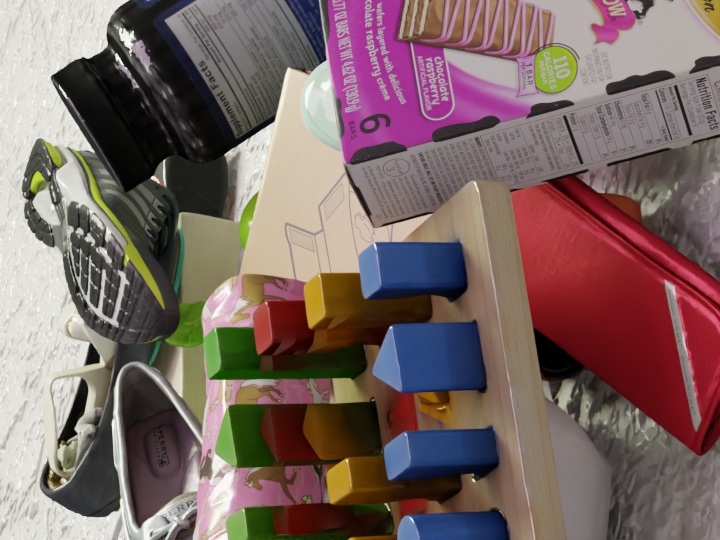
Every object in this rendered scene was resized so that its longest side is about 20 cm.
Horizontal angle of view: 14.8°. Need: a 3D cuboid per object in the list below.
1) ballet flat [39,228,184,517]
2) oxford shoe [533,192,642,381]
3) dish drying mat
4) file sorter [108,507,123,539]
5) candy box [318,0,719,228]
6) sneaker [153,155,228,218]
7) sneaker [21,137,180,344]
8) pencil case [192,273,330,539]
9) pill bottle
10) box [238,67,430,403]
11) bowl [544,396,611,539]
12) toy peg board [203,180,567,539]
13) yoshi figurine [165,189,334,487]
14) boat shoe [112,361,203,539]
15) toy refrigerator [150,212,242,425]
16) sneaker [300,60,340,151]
[{"bbox_3d":[-0.166,0.061,1.783,0.073,0.073,0.200,25,103,65],"label":"ballet flat"},{"bbox_3d":[0.079,0.028,1.450,0.200,0.071,0.073,-39,51,55],"label":"oxford shoe"},{"bbox_3d":[0.114,0.007,1.351,0.200,0.018,0.077,39,117,38],"label":"dish drying mat"},{"bbox_3d":[-0.074,0.235,1.625,0.200,0.124,0.139,52,127,58],"label":"file sorter"},{"bbox_3d":[0.085,-0.113,1.354,0.061,0.200,0.137,64,-166,-53],"label":"candy box"},{"bbox_3d":[-0.142,0.011,1.939,0.108,0.067,0.202,-31,49,60],"label":"sneaker"},{"bbox_3d":[-0.145,-0.023,1.721,0.200,0.081,0.074,-124,39,-48],"label":"sneaker"},{"bbox_3d":[-0.050,0.095,1.518,0.087,0.083,0.200,122,154,-46],"label":"pencil case"},{"bbox_3d":[-0.084,-0.137,1.697,0.200,0.112,0.112,-33,29,-5],"label":"pill bottle"},{"bbox_3d":[0.000,0.000,1.592,0.163,0.021,0.200,22,104,37],"label":"box"},{"bbox_3d":[0.061,0.138,1.406,0.200,0.075,0.200,-150,62,-63],"label":"bowl"},{"bbox_3d":[0.002,0.084,1.325,0.199,0.098,0.200,138,127,-61],"label":"toy peg board"},{"bbox_3d":[-0.052,0.028,1.694,0.112,0.112,0.200,-17,62,54],"label":"yoshi figurine"},{"bbox_3d":[-0.105,0.131,1.583,0.202,0.074,0.065,-111,0,-54],"label":"boat shoe"},{"bbox_3d":[-0.096,0.070,1.800,0.070,0.076,0.200,-42,44,53],"label":"toy refrigerator"},{"bbox_3d":[0.019,-0.095,1.486,0.200,0.118,0.074,7,91,42],"label":"sneaker"}]
